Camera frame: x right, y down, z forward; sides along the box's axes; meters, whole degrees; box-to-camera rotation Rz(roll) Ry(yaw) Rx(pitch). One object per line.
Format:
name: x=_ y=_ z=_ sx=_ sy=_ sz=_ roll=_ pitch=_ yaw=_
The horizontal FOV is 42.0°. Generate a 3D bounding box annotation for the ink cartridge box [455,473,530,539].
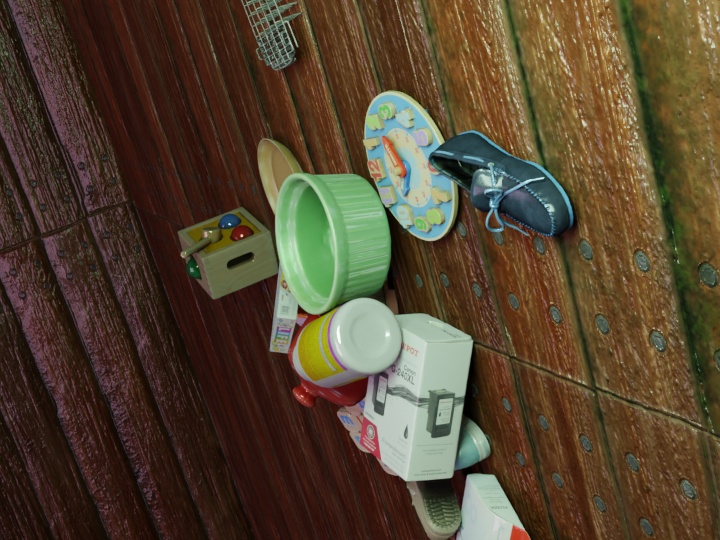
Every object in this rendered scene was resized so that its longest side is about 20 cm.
ink cartridge box: x=0.186 y=0.409 z=1.315 sx=0.200 sy=0.047 sz=0.161 roll=-114 pitch=29 yaw=-65

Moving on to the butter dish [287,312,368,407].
butter dish: x=-0.051 y=0.157 z=1.524 sx=0.199 sy=0.148 sz=0.200 roll=42 pitch=177 yaw=-2

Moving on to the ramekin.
ramekin: x=-0.039 y=-0.044 z=1.342 sx=0.200 sy=0.097 sz=0.202 roll=31 pitch=125 yaw=56

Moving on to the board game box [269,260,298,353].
board game box: x=-0.125 y=0.023 z=1.618 sx=0.135 sy=0.034 sz=0.201 roll=110 pitch=166 yaw=-60

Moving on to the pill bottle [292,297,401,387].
pill bottle: x=-0.028 y=0.109 z=1.329 sx=0.200 sy=0.104 sz=0.105 roll=-30 pitch=84 yaw=61

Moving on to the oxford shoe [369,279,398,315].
oxford shoe: x=0.000 y=0.000 z=1.446 sx=0.070 sy=0.074 sz=0.201 roll=14 pitch=124 yaw=65

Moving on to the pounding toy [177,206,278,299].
pounding toy: x=-0.295 y=-0.044 z=1.957 sx=0.184 sy=0.199 sz=0.143 roll=39 pitch=145 yaw=52

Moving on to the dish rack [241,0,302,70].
dish rack: x=-0.138 y=-0.405 z=1.406 sx=0.153 sy=0.054 sz=0.201 roll=7 pitch=120 yaw=68

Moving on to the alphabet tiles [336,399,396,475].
alphabet tiles: x=0.043 y=0.286 z=1.624 sx=0.199 sy=0.015 sz=0.196 roll=-1 pitch=127 yaw=51

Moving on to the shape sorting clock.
shape sorting clock: x=0.060 y=-0.132 z=1.211 sx=0.200 sy=0.039 sz=0.201 roll=52 pitch=155 yaw=36

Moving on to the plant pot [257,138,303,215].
plant pot: x=-0.130 y=-0.145 z=1.691 sx=0.200 sy=0.027 sz=0.201 roll=52 pitch=156 yaw=35

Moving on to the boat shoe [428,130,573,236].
boat shoe: x=0.145 y=-0.083 z=1.008 sx=0.200 sy=0.068 sz=0.085 roll=39 pitch=146 yaw=52

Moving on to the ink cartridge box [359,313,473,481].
ink cartridge box: x=0.076 y=0.173 z=1.322 sx=0.145 sy=0.083 sz=0.202 roll=24 pitch=110 yaw=60

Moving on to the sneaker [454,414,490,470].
sneaker: x=0.109 y=0.241 z=1.415 sx=0.200 sy=0.081 sz=0.074 roll=20 pitch=129 yaw=63

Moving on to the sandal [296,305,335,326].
sandal: x=-0.067 y=0.096 z=1.707 sx=0.206 sy=0.079 sz=0.060 roll=9 pitch=118 yaw=64

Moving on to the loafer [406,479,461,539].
loafer: x=0.106 y=0.333 z=1.451 sx=0.201 sy=0.075 sz=0.069 roll=-96 pitch=15 yaw=-50
